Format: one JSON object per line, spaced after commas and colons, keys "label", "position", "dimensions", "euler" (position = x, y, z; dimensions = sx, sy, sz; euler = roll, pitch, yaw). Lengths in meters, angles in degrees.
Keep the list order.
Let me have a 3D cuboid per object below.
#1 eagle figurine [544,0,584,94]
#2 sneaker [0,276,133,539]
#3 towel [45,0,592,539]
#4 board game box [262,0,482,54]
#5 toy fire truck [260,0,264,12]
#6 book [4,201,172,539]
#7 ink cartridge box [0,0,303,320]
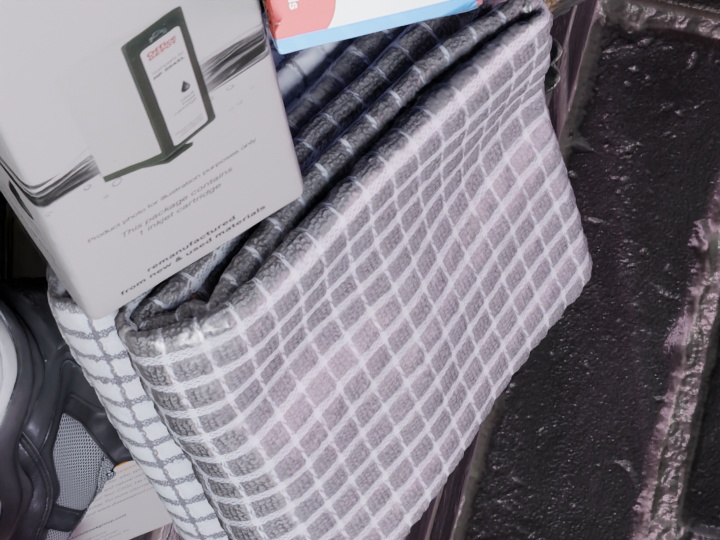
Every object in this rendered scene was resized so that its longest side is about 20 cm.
{"label": "eagle figurine", "position": [0.010, -0.106, 1.051], "dimensions": [0.151, 0.200, 0.152], "euler": [65, 39, -75]}
{"label": "sneaker", "position": [-0.114, 0.081, 0.809], "dimensions": [0.114, 0.075, 0.200], "euler": [-17, 133, -34]}
{"label": "towel", "position": [0.000, 0.000, 0.763], "dimensions": [0.200, 0.086, 0.166], "euler": [-48, 140, -21]}
{"label": "board game box", "position": [-0.024, -0.187, 0.594], "dimensions": [0.200, 0.056, 0.196], "euler": [-103, -179, -63]}
{"label": "toy fire truck", "position": [-0.009, -0.114, 0.867], "dimensions": [0.112, 0.168, 0.200], "euler": [-32, -140, 37]}
{"label": "book", "position": [-0.081, 0.039, 0.920], "dimensions": [0.133, 0.048, 0.200], "euler": [-19, 143, -27]}
{"label": "ink cartridge box", "position": [-0.095, -0.097, 0.611], "dimensions": [0.084, 0.146, 0.200], "euler": [-32, 157, -9]}
